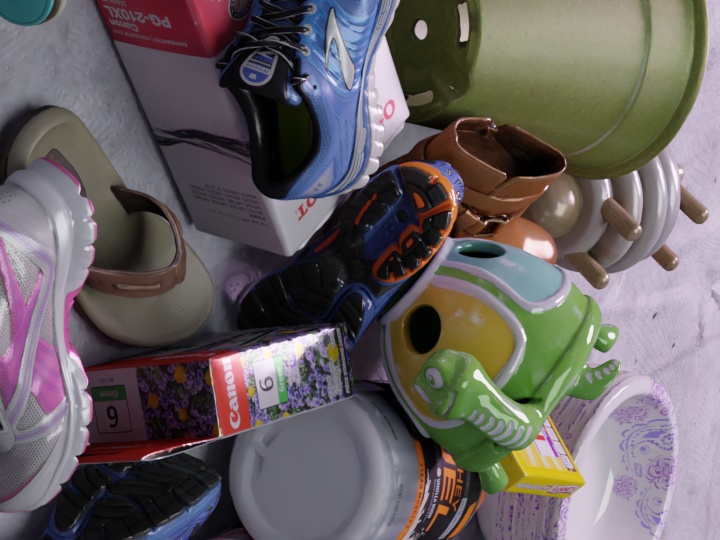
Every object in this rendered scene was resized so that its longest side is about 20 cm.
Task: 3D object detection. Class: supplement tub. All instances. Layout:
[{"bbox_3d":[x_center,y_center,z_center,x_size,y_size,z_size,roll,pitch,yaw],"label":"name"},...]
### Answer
[{"bbox_3d":[0.008,0.135,1.396,0.200,0.122,0.123,5,97,-64],"label":"supplement tub"}]

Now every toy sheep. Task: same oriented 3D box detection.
[{"bbox_3d":[0.189,-0.059,1.599,0.199,0.137,0.139,-8,108,-48],"label":"toy sheep"}]

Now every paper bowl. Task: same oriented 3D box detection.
[{"bbox_3d":[0.168,0.173,1.676,0.200,0.104,0.202,-27,124,-50],"label":"paper bowl"}]

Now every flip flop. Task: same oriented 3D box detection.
[{"bbox_3d":[-0.137,-0.019,1.193,0.081,0.057,0.200,-59,143,-24],"label":"flip flop"}]

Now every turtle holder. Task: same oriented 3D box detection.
[{"bbox_3d":[0.073,0.059,1.314,0.132,0.141,0.186,42,47,-6],"label":"turtle holder"}]

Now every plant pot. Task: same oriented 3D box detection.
[{"bbox_3d":[0.100,-0.162,1.407,0.189,0.199,0.201,-2,104,-43],"label":"plant pot"}]

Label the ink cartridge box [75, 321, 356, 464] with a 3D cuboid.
[{"bbox_3d":[-0.104,0.072,1.222,0.200,0.108,0.051,-13,95,-53],"label":"ink cartridge box"}]

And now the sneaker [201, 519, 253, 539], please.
[{"bbox_3d":[-0.078,0.206,1.340,0.200,0.082,0.071,-3,104,-56],"label":"sneaker"}]

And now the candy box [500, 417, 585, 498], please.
[{"bbox_3d":[0.085,0.069,1.463,0.026,0.201,0.102,-38,156,23],"label":"candy box"}]

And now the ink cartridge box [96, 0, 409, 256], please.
[{"bbox_3d":[-0.061,-0.133,1.241,0.145,0.084,0.201,-51,138,-32],"label":"ink cartridge box"}]

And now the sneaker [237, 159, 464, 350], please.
[{"bbox_3d":[0.000,0.000,1.316,0.075,0.200,0.078,52,31,2],"label":"sneaker"}]

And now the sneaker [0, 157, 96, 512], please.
[{"bbox_3d":[-0.200,0.040,1.111,0.088,0.081,0.201,-13,116,-38],"label":"sneaker"}]

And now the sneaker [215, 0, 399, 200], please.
[{"bbox_3d":[-0.030,-0.130,1.143,0.089,0.078,0.201,-26,122,-51],"label":"sneaker"}]

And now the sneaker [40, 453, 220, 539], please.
[{"bbox_3d":[-0.158,0.177,1.222,0.200,0.075,0.079,-39,145,-35],"label":"sneaker"}]

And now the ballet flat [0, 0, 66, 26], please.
[{"bbox_3d":[-0.189,-0.218,1.044,0.070,0.069,0.201,-52,140,-32],"label":"ballet flat"}]

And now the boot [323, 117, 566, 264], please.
[{"bbox_3d":[0.092,-0.041,1.399,0.199,0.155,0.074,3,61,-37],"label":"boot"}]
